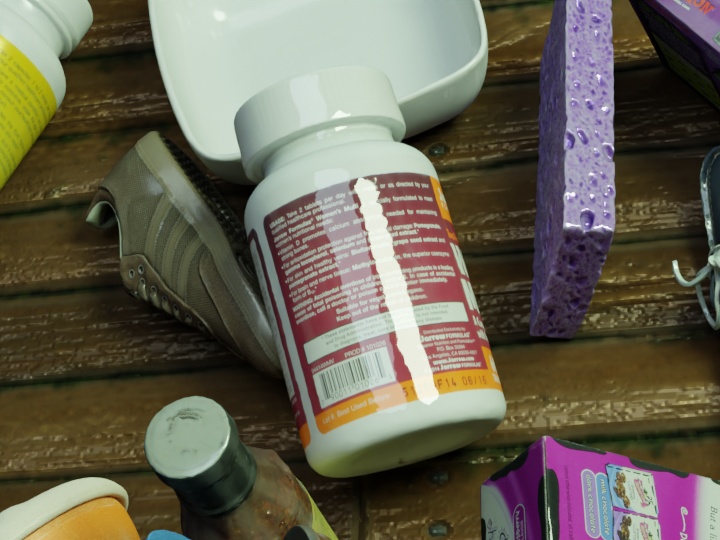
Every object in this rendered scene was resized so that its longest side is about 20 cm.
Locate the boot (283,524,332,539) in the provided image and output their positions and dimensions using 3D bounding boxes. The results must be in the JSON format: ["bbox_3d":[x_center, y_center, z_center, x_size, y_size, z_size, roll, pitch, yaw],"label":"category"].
[{"bbox_3d":[0.072,0.187,0.738,0.199,0.064,0.187,-8,71,-29],"label":"boot"}]

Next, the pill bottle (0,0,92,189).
[{"bbox_3d":[-0.258,-0.109,1.054,0.111,0.111,0.201,20,66,26],"label":"pill bottle"}]

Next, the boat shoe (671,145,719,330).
[{"bbox_3d":[0.212,0.012,0.863,0.062,0.075,0.201,4,59,-25],"label":"boat shoe"}]

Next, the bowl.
[{"bbox_3d":[-0.025,-0.146,1.034,0.199,0.075,0.201,-19,56,3],"label":"bowl"}]

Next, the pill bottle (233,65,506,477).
[{"bbox_3d":[0.000,0.000,0.880,0.109,0.110,0.201,-17,74,5],"label":"pill bottle"}]

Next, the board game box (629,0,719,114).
[{"bbox_3d":[0.223,-0.094,0.902,0.032,0.120,0.200,-45,56,6],"label":"board game box"}]

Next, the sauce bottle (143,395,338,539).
[{"bbox_3d":[-0.050,0.123,0.793,0.066,0.200,0.066,-8,54,11],"label":"sauce bottle"}]

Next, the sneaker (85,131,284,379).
[{"bbox_3d":[-0.097,0.005,0.975,0.076,0.070,0.200,-43,52,10],"label":"sneaker"}]

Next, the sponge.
[{"bbox_3d":[0.119,-0.076,0.925,0.030,0.112,0.201,5,58,-1],"label":"sponge"}]

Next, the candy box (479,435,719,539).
[{"bbox_3d":[0.152,0.165,0.727,0.199,0.061,0.137,16,54,-22],"label":"candy box"}]

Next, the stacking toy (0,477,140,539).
[{"bbox_3d":[-0.123,0.218,0.820,0.146,0.146,0.200,-40,75,-11],"label":"stacking toy"}]

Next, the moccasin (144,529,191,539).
[{"bbox_3d":[-0.050,0.195,0.654,0.068,0.080,0.200,-48,55,18],"label":"moccasin"}]
